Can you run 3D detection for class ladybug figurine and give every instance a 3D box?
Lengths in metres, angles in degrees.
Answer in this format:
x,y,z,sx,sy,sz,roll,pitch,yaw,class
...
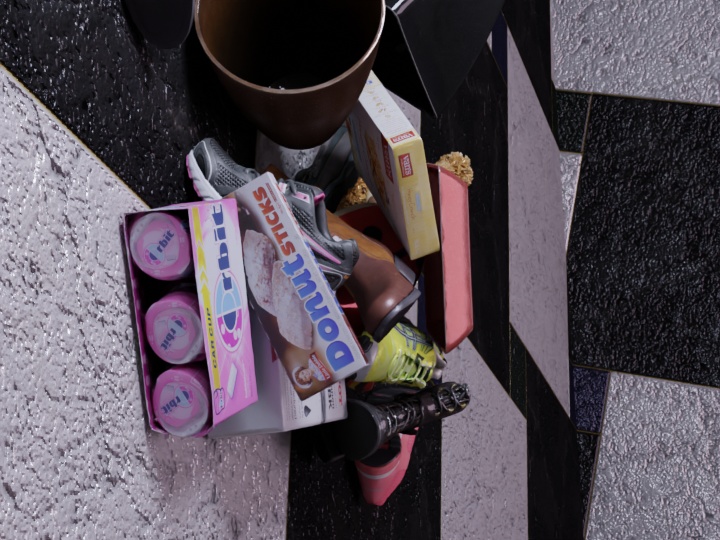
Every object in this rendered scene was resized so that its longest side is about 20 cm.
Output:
x,y,z,sx,sy,sz,roll,pitch,yaw,class
0.000,0.000,1.661,0.200,0.072,0.136,-38,107,-24,ladybug figurine

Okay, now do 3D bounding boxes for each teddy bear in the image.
x,y,z,sx,sy,sz,roll,pitch,yaw,class
0.058,-0.093,1.861,0.199,0.146,0.067,12,28,-41,teddy bear

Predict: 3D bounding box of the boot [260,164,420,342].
x,y,z,sx,sy,sz,roll,pitch,yaw,class
-0.031,-0.027,1.513,0.200,0.069,0.189,40,20,-9,boot

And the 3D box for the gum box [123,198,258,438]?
x,y,z,sx,sy,sz,roll,pitch,yaw,class
-0.148,0.042,1.331,0.113,0.065,0.202,-23,107,-73,gum box

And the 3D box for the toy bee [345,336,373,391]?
x,y,z,sx,sy,sz,roll,pitch,yaw,class
-0.011,0.034,1.773,0.131,0.108,0.202,130,-24,-71,toy bee

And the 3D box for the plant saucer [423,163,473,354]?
x,y,z,sx,sy,sz,roll,pitch,yaw,class
0.097,-0.020,1.678,0.200,0.036,0.202,-124,-148,-84,plant saucer

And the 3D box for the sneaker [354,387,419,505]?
x,y,z,sx,sy,sz,roll,pitch,yaw,class
0.033,0.222,1.904,0.200,0.073,0.088,-58,153,-58,sneaker

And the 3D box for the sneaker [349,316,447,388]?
x,y,z,sx,sy,sz,roll,pitch,yaw,class
0.044,0.091,1.632,0.076,0.076,0.200,-63,164,13,sneaker

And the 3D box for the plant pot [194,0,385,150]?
x,y,z,sx,sy,sz,roll,pitch,yaw,class
-0.068,-0.211,1.533,0.200,0.185,0.189,89,3,-66,plant pot

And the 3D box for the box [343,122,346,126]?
x,y,z,sx,sy,sz,roll,pitch,yaw,class
-0.011,-0.189,1.850,0.201,0.068,0.083,65,26,-50,box

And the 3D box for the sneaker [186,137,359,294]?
x,y,z,sx,sy,sz,roll,pitch,yaw,class
-0.077,-0.058,1.435,0.200,0.086,0.080,46,11,4,sneaker

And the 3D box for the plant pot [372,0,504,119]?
x,y,z,sx,sy,sz,roll,pitch,yaw,class
0.060,-0.341,1.798,0.177,0.199,0.200,-45,144,-13,plant pot

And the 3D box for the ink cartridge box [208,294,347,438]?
x,y,z,sx,sy,sz,roll,pitch,yaw,class
-0.085,0.087,1.498,0.200,0.083,0.146,6,78,-73,ink cartridge box

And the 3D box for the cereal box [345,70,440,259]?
x,y,z,sx,sy,sz,roll,pitch,yaw,class
0.028,-0.124,1.616,0.200,0.039,0.145,-119,-166,-53,cereal box

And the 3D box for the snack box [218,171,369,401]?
x,y,z,sx,sy,sz,roll,pitch,yaw,class
-0.069,0.015,1.381,0.201,0.071,0.024,62,7,5,snack box

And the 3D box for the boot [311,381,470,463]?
x,y,z,sx,sy,sz,roll,pitch,yaw,class
0.046,0.156,1.663,0.200,0.173,0.070,151,-78,-69,boot

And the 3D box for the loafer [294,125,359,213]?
x,y,z,sx,sy,sz,roll,pitch,yaw,class
-0.048,-0.101,1.737,0.200,0.062,0.072,-56,166,-44,loafer

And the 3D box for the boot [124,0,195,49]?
x,y,z,sx,sy,sz,roll,pitch,yaw,class
-0.176,-0.314,1.397,0.200,0.068,0.190,-65,139,-72,boot
